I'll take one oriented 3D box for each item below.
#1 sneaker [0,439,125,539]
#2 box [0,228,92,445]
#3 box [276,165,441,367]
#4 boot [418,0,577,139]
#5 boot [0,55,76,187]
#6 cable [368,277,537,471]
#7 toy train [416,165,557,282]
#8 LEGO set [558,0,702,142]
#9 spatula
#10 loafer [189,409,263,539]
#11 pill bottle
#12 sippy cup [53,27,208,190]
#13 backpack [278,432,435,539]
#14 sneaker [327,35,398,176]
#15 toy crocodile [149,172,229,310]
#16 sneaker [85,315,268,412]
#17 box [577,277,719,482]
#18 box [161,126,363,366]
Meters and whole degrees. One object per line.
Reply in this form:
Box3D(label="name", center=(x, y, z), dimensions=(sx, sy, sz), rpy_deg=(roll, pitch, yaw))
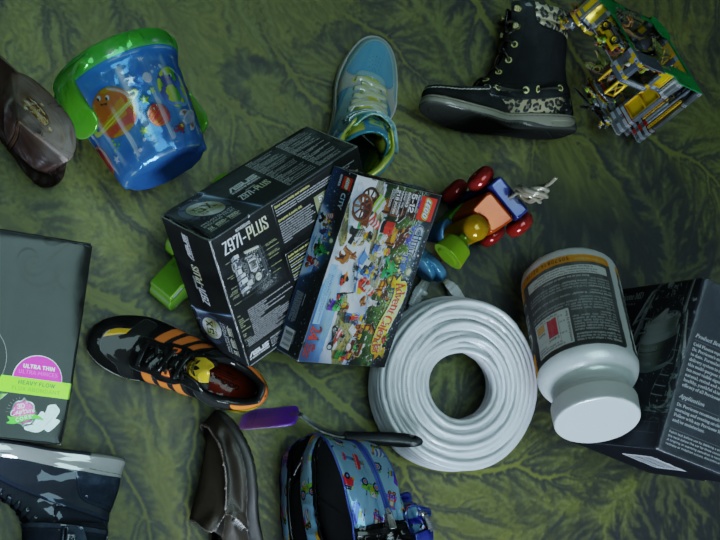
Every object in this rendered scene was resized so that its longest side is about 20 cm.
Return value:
Box3D(label="sneaker", center=(-0.348, 0.245, 1.250), dimensions=(0.202, 0.077, 0.147), rpy_deg=(12, 78, -17))
Box3D(label="box", center=(-0.359, 0.064, 1.240), dimensions=(0.148, 0.124, 0.201), rpy_deg=(10, 81, -18))
Box3D(label="box", center=(0.000, 0.000, 1.305), dimensions=(0.136, 0.038, 0.201), rpy_deg=(9, 103, -47))
Box3D(label="boot", center=(0.162, -0.240, 1.461), dimensions=(0.203, 0.073, 0.154), rpy_deg=(6, 81, -23))
Box3D(label="boot", center=(-0.345, -0.172, 1.226), dimensions=(0.064, 0.200, 0.187), rpy_deg=(-39, 95, -13))
Box3D(label="cable", center=(0.108, 0.128, 1.408), dimensions=(0.200, 0.069, 0.200), rpy_deg=(38, 75, -11))
Box3D(label="toy train", center=(0.128, -0.049, 1.360), dimensions=(0.116, 0.200, 0.085), rpy_deg=(-45, 98, -20))
Box3D(label="LEGO set", center=(0.301, -0.234, 1.479), dimensions=(0.200, 0.116, 0.154), rpy_deg=(-1, 58, -53))
Box3D(label="spatula", center=(-0.031, 0.171, 1.345), dimensions=(0.199, 0.057, 0.021), rpy_deg=(10, 106, -1))
Box3D(label="loafer", center=(-0.146, 0.249, 1.314), dimensions=(0.071, 0.073, 0.201), rpy_deg=(-10, 88, -20))
Box3D(label="pill bottle", center=(0.247, 0.083, 1.391), dimensions=(0.116, 0.117, 0.201), rpy_deg=(10, 50, -16))
Box3D(label="sippy cup", center=(-0.228, -0.159, 1.283), dimensions=(0.177, 0.140, 0.131), rpy_deg=(-24, 81, -28))
Box3D(label="backpack", center=(-0.008, 0.269, 1.310), dimensions=(0.134, 0.183, 0.201), rpy_deg=(-4, 74, -26))
Box3D(label="sneaker", center=(0.012, -0.176, 1.376), dimensions=(0.079, 0.131, 0.201), rpy_deg=(14, 80, -14))
Box3D(label="toy crocodile", center=(-0.151, -0.039, 1.352), dimensions=(0.067, 0.062, 0.200), rpy_deg=(31, 75, 28))
Box3D(label="sneaker", center=(-0.188, 0.095, 1.308), dimensions=(0.199, 0.090, 0.070), rpy_deg=(22, 79, -15))
Box3D(label="box", center=(0.360, 0.126, 1.419), dimensions=(0.124, 0.200, 0.197), rpy_deg=(23, 78, -14))
Box3D(label="box", center=(-0.086, -0.027, 1.299), dimensions=(0.200, 0.086, 0.164), rpy_deg=(-36, 131, -28))
